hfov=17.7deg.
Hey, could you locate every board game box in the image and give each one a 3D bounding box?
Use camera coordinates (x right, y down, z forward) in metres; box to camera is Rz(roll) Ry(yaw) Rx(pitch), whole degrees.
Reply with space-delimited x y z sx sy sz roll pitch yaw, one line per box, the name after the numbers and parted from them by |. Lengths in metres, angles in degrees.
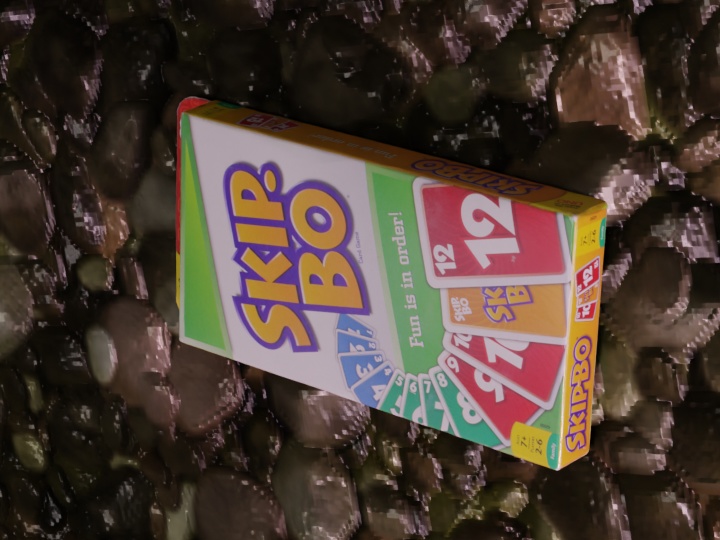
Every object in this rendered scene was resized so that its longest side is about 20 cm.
0.000 0.000 0.863 0.199 0.030 0.096 18 115 37 | board game box
